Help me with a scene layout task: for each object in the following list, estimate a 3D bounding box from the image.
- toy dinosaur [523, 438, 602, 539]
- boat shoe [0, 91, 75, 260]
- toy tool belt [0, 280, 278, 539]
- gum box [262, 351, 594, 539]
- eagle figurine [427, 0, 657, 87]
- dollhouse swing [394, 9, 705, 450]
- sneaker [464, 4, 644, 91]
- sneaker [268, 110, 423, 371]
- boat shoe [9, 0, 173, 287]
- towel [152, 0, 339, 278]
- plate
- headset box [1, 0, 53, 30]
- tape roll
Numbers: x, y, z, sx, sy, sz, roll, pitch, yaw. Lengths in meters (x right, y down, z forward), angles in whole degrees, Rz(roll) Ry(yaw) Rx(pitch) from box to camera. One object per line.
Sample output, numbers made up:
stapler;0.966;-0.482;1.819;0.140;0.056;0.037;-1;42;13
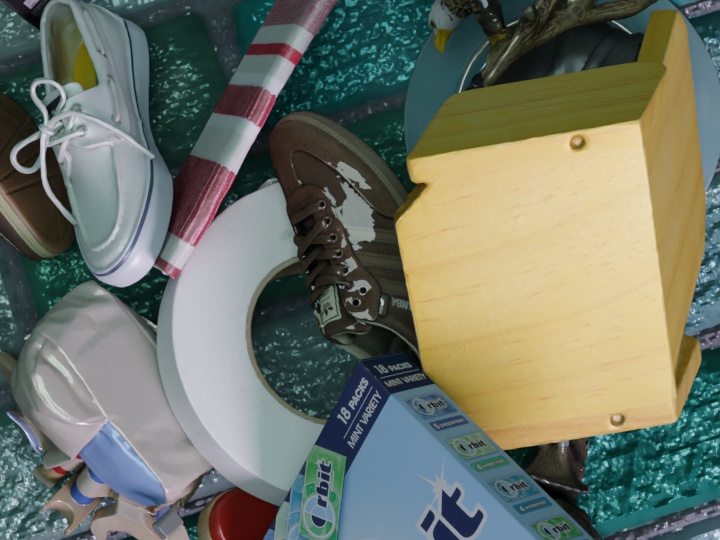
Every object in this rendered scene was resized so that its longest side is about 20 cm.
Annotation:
toy dinosaur;0.124;0.177;1.553;0.077;0.200;0.102;-25;123;12
boat shoe;-0.258;-0.081;1.633;0.072;0.072;0.200;-36;96;31
toy tool belt;-0.139;0.110;1.596;0.200;0.123;0.125;49;57;-1
gum box;0.040;0.174;1.453;0.200;0.044;0.170;43;122;27
eagle figurine;0.051;-0.196;1.546;0.151;0.152;0.200;-51;60;20
dollhouse swing;0.116;-0.035;1.515;0.181;0.176;0.200;-9;123;4
sneaker;0.092;-0.072;1.583;0.091;0.076;0.200;31;82;14
sneaker;0.000;0.000;1.533;0.075;0.070;0.200;-36;90;-38
boat shoe;-0.167;-0.086;1.566;0.075;0.086;0.202;-32;49;32
towel;-0.072;-0.088;1.576;0.023;0.144;0.200;30;89;-11
plate;0.126;-0.094;1.622;0.199;0.026;0.201;0;86;4
headset box;-0.256;-0.247;1.595;0.200;0.149;0.077;43;90;6
tape roll;-0.024;0.044;1.575;0.202;0.037;0.203;6;71;-19
